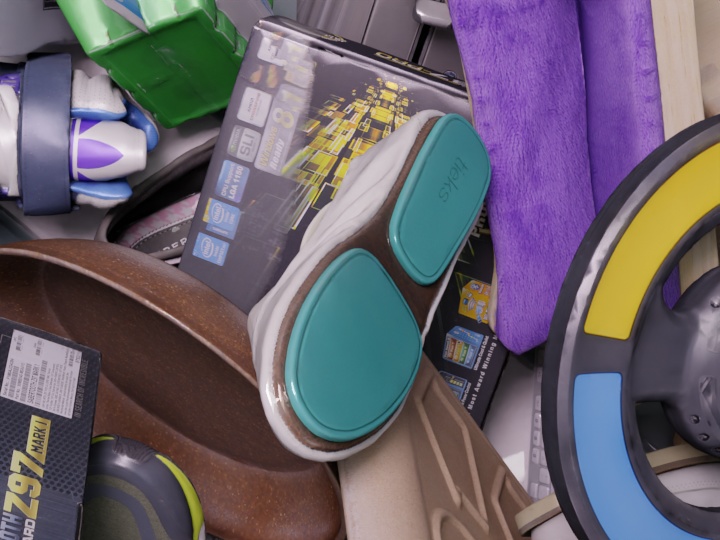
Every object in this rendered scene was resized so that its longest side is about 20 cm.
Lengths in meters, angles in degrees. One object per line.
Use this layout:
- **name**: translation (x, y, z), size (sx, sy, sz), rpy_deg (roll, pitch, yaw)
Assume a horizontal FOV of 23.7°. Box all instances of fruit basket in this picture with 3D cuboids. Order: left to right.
- **fruit basket**: translation (-0.104, -0.183, 0.852), size (0.094, 0.185, 0.200), rpy_deg (-14, 70, 11)

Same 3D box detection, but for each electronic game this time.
- **electronic game**: translation (0.152, 0.036, 0.674), size (0.200, 0.042, 0.200), rpy_deg (-8, 104, -32)

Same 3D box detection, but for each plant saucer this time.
- **plant saucer**: translation (-0.083, 0.049, 0.739), size (0.200, 0.200, 0.037), rpy_deg (30, 61, 10)

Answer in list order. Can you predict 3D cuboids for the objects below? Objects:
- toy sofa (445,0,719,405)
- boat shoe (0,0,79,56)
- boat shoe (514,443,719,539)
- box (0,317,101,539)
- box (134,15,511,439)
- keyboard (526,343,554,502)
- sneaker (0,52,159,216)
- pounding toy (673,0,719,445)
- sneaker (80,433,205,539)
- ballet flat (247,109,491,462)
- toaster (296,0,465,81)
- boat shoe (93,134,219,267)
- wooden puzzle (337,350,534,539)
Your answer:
- **toy sofa**: translation (0.099, -0.050, 0.710), size (0.098, 0.083, 0.200), rpy_deg (-13, 109, -9)
- **boat shoe**: translation (-0.182, -0.138, 0.838), size (0.057, 0.200, 0.069), rpy_deg (6, 95, 13)
- **boat shoe**: translation (0.153, 0.118, 0.751), size (0.200, 0.075, 0.068), rpy_deg (2, 62, -41)
- **box**: translation (-0.157, 0.141, 0.656), size (0.051, 0.158, 0.200), rpy_deg (20, 37, -17)
- **box**: translation (0.000, 0.000, 0.804), size (0.161, 0.049, 0.200), rpy_deg (22, 104, 8)
- **keyboard**: translation (0.103, 0.017, 0.805), size (0.011, 0.056, 0.200), rpy_deg (-1, 97, -30)
- **sneaker**: translation (-0.176, -0.063, 0.795), size (0.146, 0.200, 0.081), rpy_deg (2, 97, 18)
- **pounding toy**: translation (0.205, -0.048, 0.816), size (0.200, 0.184, 0.142), rpy_deg (-26, 59, -10)
- **sneaker**: translation (-0.121, 0.162, 0.722), size (0.074, 0.081, 0.200), rpy_deg (19, 110, 4)
- **ballet flat**: translation (-0.005, 0.009, 0.664), size (0.069, 0.069, 0.200), rpy_deg (21, 42, 8)
- **toaster**: translation (0.035, -0.179, 0.860), size (0.114, 0.129, 0.200), rpy_deg (12, 55, -8)
- **boat shoe**: translation (-0.044, -0.046, 0.866), size (0.200, 0.057, 0.067), rpy_deg (-31, 73, -11)
- **wooden puzzle**: translation (0.043, 0.126, 0.701), size (0.046, 0.200, 0.185), rpy_deg (-31, 36, 16)
